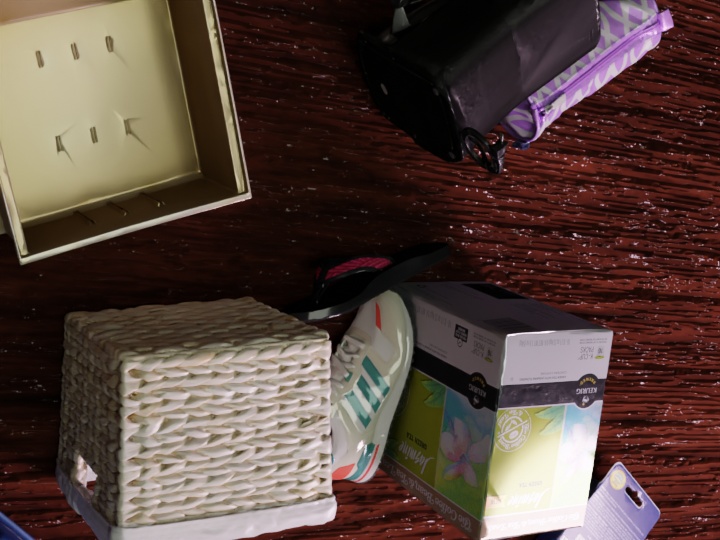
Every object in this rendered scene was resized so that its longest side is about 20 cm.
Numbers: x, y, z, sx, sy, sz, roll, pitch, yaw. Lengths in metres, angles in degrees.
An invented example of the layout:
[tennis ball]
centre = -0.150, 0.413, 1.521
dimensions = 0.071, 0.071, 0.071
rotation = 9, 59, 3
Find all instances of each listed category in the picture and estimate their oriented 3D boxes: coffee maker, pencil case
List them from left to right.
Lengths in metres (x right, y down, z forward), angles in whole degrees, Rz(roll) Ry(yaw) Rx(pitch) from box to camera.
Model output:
[coffee maker]
centre = 0.127, -0.199, 1.036
dimensions = 0.199, 0.192, 0.135
rotation = -38, 161, -15
[pencil case]
centre = 0.218, -0.213, 1.143
dimensions = 0.199, 0.085, 0.085
rotation = -39, 117, -17

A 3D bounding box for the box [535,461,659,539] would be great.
[box]
centre = 0.265, 0.330, 1.335
dimensions = 0.200, 0.032, 0.121
rotation = -49, 121, -9

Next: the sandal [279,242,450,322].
[sandal]
centre = 0.000, 0.000, 1.081
dimensions = 0.198, 0.075, 0.046
rotation = -26, 108, -30

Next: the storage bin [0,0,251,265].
[storage bin]
centre = -0.210, -0.137, 0.908
dimensions = 0.197, 0.093, 0.202
rotation = -18, 111, -25

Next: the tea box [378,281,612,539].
[tea box]
centre = 0.123, 0.129, 1.104
dimensions = 0.131, 0.199, 0.201
rotation = -1, 102, -30

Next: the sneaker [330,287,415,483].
[sneaker]
centre = -0.012, 0.111, 1.097
dimensions = 0.092, 0.070, 0.204
rotation = 7, 101, -37

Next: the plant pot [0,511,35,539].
[plant pot]
centre = -0.310, 0.308, 0.910
dimensions = 0.200, 0.179, 0.201
rotation = -47, 119, -12

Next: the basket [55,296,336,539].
[basket]
centre = -0.145, 0.122, 0.953
dimensions = 0.197, 0.197, 0.164
rotation = -5, 101, -28
